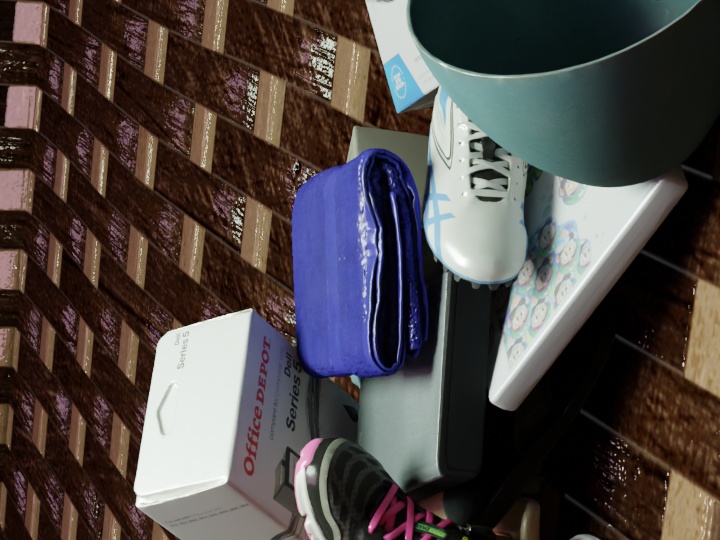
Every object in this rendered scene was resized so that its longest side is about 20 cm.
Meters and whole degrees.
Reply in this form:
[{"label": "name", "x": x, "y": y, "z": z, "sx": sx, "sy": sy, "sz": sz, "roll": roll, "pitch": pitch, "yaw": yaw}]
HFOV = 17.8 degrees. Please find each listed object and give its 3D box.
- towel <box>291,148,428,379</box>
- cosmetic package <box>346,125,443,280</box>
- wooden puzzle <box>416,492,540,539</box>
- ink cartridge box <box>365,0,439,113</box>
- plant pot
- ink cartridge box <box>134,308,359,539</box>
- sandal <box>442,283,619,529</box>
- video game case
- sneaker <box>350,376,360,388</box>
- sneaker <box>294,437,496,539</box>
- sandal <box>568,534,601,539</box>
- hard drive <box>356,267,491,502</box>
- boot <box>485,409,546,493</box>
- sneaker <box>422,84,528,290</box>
[{"label": "towel", "x": 0.000, "y": 0.000, "z": 1.560, "sx": 0.200, "sy": 0.049, "sz": 0.148, "roll": 166, "pitch": 103, "yaw": -74}, {"label": "cosmetic package", "x": 0.024, "y": -0.026, "z": 1.743, "sx": 0.200, "sy": 0.073, "sz": 0.104, "roll": -92, "pitch": 11, "yaw": -65}, {"label": "wooden puzzle", "x": 0.061, "y": 0.242, "z": 1.589, "sx": 0.200, "sy": 0.037, "sz": 0.185, "roll": 2, "pitch": 91, "yaw": 61}, {"label": "ink cartridge box", "x": 0.047, "y": -0.230, "z": 1.707, "sx": 0.116, "sy": 0.067, "sz": 0.200, "roll": 152, "pitch": 103, "yaw": -69}, {"label": "plant pot", "x": 0.143, "y": -0.129, "z": 1.353, "sx": 0.200, "sy": 0.200, "sz": 0.135, "roll": -113, "pitch": -3, "yaw": -52}, {"label": "ink cartridge box", "x": -0.064, "y": 0.143, "z": 1.653, "sx": 0.084, "sy": 0.200, "sz": 0.146, "roll": -16, "pitch": 50, "yaw": 29}, {"label": "sandal", "x": 0.107, "y": 0.083, "z": 1.511, "sx": 0.201, "sy": 0.048, "sz": 0.075, "roll": -61, "pitch": 30, "yaw": 8}, {"label": "video game case", "x": 0.128, "y": -0.038, "z": 1.479, "sx": 0.200, "sy": 0.024, "sz": 0.182, "roll": -55, "pitch": 27, "yaw": 29}, {"label": "sneaker", "x": 0.014, "y": 0.075, "z": 1.745, "sx": 0.200, "sy": 0.082, "sz": 0.074, "roll": -86, "pitch": -1, "yaw": -65}, {"label": "sneaker", "x": 0.040, "y": 0.178, "z": 1.470, "sx": 0.087, "sy": 0.200, "sz": 0.074, "roll": -22, "pitch": 23, "yaw": 42}, {"label": "sandal", "x": 0.139, "y": 0.265, "z": 1.458, "sx": 0.079, "sy": 0.059, "sz": 0.207, "roll": 124, "pitch": 144, "yaw": -57}, {"label": "hard drive", "x": 0.040, "y": 0.084, "z": 1.552, "sx": 0.200, "sy": 0.033, "sz": 0.140, "roll": 141, "pitch": 134, "yaw": -70}, {"label": "boot", "x": 0.095, "y": 0.039, "z": 1.614, "sx": 0.175, "sy": 0.066, "sz": 0.200, "roll": -139, "pitch": 55, "yaw": -66}, {"label": "sneaker", "x": 0.078, "y": -0.074, "z": 1.490, "sx": 0.073, "sy": 0.072, "sz": 0.200, "roll": 97, "pitch": 176, "yaw": -50}]
